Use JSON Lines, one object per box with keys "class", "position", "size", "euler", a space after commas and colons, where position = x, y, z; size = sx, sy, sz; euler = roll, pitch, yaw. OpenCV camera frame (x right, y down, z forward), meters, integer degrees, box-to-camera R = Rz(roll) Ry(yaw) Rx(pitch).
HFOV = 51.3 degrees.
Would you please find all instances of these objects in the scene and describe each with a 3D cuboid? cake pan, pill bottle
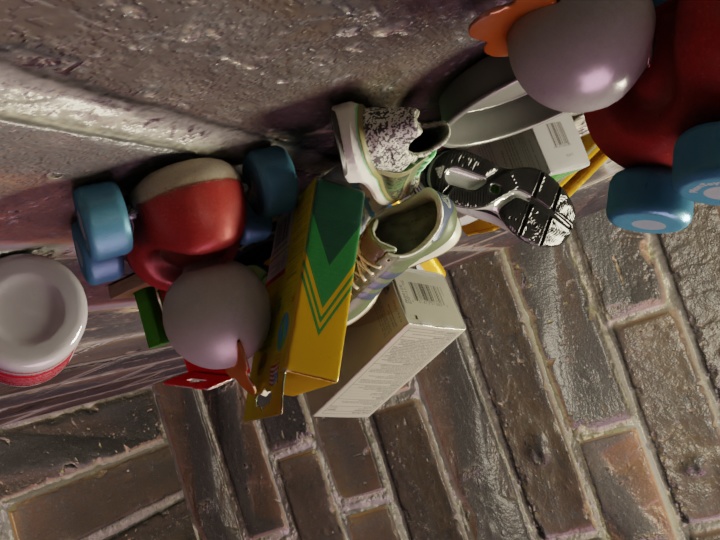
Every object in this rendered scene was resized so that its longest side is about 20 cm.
{"class": "cake pan", "position": [0.160, -0.173, 0.703], "size": [0.197, 0.037, 0.200], "euler": [-19, 174, -2]}
{"class": "pill bottle", "position": [-0.352, 0.061, 0.788], "size": [0.111, 0.114, 0.200], "euler": [-16, 172, -28]}

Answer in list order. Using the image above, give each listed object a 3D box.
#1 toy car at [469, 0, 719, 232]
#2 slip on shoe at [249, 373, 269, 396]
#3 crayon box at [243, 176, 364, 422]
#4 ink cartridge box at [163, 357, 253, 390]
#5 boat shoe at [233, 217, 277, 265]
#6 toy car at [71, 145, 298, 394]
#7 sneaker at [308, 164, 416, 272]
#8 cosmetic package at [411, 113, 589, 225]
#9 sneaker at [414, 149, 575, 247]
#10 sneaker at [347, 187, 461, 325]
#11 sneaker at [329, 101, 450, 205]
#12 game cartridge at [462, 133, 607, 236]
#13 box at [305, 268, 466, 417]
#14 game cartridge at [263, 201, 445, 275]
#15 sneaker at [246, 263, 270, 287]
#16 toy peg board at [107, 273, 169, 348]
{"class": "toy car", "position": [0.166, -0.146, 0.516], "size": [0.196, 0.188, 0.177], "euler": [11, 170, -6]}
{"class": "slip on shoe", "position": [-0.148, 0.109, 1.076], "size": [0.061, 0.076, 0.200], "euler": [-53, -164, 8]}
{"class": "crayon box", "position": [-0.053, 0.035, 0.670], "size": [0.050, 0.203, 0.127], "euler": [14, 162, -19]}
{"class": "ink cartridge box", "position": [-0.152, 0.082, 0.959], "size": [0.115, 0.068, 0.199], "euler": [-4, -166, 46]}
{"class": "boat shoe", "position": [-0.122, -0.027, 0.921], "size": [0.075, 0.062, 0.199], "euler": [-49, 163, 15]}
{"class": "toy car", "position": [-0.139, 0.018, 0.669], "size": [0.182, 0.203, 0.177], "euler": [-16, 173, -25]}
{"class": "sneaker", "position": [0.002, -0.044, 0.834], "size": [0.086, 0.076, 0.201], "euler": [-24, 133, 9]}
{"class": "cosmetic package", "position": [0.166, -0.123, 0.933], "size": [0.107, 0.086, 0.199], "euler": [-18, 173, -44]}
{"class": "sneaker", "position": [0.141, -0.088, 0.844], "size": [0.198, 0.077, 0.115], "euler": [20, -177, -24]}
{"class": "sneaker", "position": [0.010, -0.015, 0.741], "size": [0.199, 0.068, 0.090], "euler": [-34, 158, -1]}
{"class": "sneaker", "position": [0.043, -0.106, 0.678], "size": [0.087, 0.078, 0.200], "euler": [-8, 178, 18]}
{"class": "game cartridge", "position": [0.244, -0.119, 1.044], "size": [0.176, 0.033, 0.199], "euler": [-42, -170, -20]}
{"class": "box", "position": [0.019, 0.089, 0.869], "size": [0.094, 0.079, 0.200], "euler": [9, 137, -38]}
{"class": "game cartridge", "position": [0.000, 0.000, 0.926], "size": [0.176, 0.032, 0.200], "euler": [-42, 134, -2]}
{"class": "sneaker", "position": [-0.090, 0.045, 0.829], "size": [0.083, 0.077, 0.201], "euler": [-27, 156, -14]}
{"class": "toy peg board", "position": [-0.205, 0.031, 1.053], "size": [0.197, 0.099, 0.199], "euler": [-22, 174, 22]}
